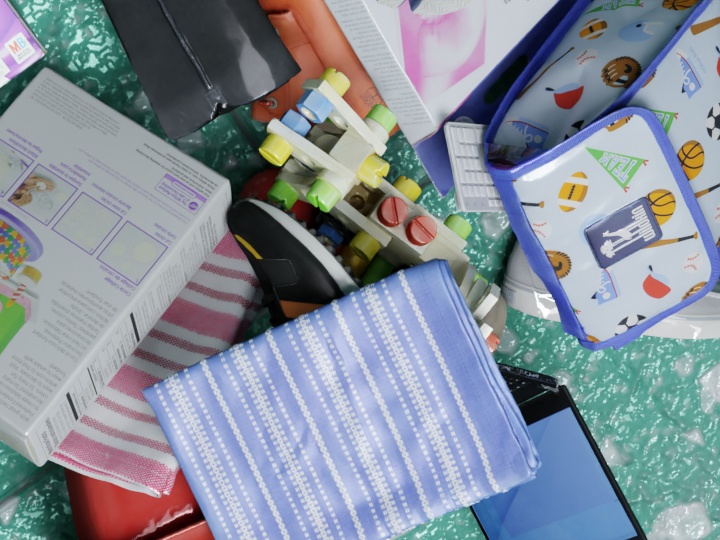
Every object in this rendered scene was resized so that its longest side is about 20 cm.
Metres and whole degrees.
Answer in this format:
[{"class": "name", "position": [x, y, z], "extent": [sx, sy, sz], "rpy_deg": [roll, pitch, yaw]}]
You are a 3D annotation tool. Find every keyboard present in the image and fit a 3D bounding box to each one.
[{"class": "keyboard", "position": [0.103, -0.066, 1.269], "extent": [0.011, 0.200, 0.057], "rpy_deg": [-6, 89, 27]}]

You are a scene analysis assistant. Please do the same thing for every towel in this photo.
[{"class": "towel", "position": [-0.010, 0.094, 1.128], "extent": [0.199, 0.024, 0.145], "rpy_deg": [-24, 96, 9]}, {"class": "towel", "position": [-0.145, 0.030, 1.197], "extent": [0.146, 0.030, 0.201], "rpy_deg": [20, 66, 11]}]

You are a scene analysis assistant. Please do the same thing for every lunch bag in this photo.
[{"class": "lunch bag", "position": [0.176, -0.070, 1.265], "extent": [0.200, 0.124, 0.170], "rpy_deg": [-48, 127, -26]}]

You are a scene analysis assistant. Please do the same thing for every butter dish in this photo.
[{"class": "butter dish", "position": [-0.120, 0.107, 1.256], "extent": [0.199, 0.200, 0.148], "rpy_deg": [-22, 90, -13]}]

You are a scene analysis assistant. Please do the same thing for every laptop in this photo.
[{"class": "laptop", "position": [0.064, 0.134, 1.298], "extent": [0.199, 0.177, 0.104], "rpy_deg": [14, 66, -23]}]

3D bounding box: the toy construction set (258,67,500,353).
[{"class": "toy construction set", "position": [0.021, -0.030, 1.203], "extent": [0.092, 0.131, 0.200], "rpy_deg": [-39, 90, -17]}]

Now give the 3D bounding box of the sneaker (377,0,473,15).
[{"class": "sneaker", "position": [-0.017, -0.233, 1.116], "extent": [0.199, 0.081, 0.116], "rpy_deg": [20, 62, -24]}]

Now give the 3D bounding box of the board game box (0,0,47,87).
[{"class": "board game box", "position": [-0.288, -0.185, 1.124], "extent": [0.103, 0.105, 0.200], "rpy_deg": [-37, 115, -4]}]

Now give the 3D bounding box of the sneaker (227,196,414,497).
[{"class": "sneaker", "position": [-0.028, 0.048, 1.166], "extent": [0.090, 0.070, 0.200], "rpy_deg": [-41, 86, -9]}]

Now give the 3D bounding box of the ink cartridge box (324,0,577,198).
[{"class": "ink cartridge box", "position": [0.073, -0.184, 1.239], "extent": [0.196, 0.043, 0.200], "rpy_deg": [-48, 118, -29]}]

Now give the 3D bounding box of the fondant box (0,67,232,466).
[{"class": "fondant box", "position": [-0.191, -0.005, 1.167], "extent": [0.144, 0.058, 0.200], "rpy_deg": [32, 68, 14]}]

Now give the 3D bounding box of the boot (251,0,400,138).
[{"class": "boot", "position": [-0.046, -0.150, 1.239], "extent": [0.107, 0.075, 0.200], "rpy_deg": [-39, 114, 6]}]

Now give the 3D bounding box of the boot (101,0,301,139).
[{"class": "boot", "position": [-0.091, -0.199, 1.158], "extent": [0.164, 0.066, 0.201], "rpy_deg": [-23, 94, 24]}]

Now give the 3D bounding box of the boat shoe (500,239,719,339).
[{"class": "boat shoe", "position": [0.197, 0.003, 1.378], "extent": [0.199, 0.072, 0.069], "rpy_deg": [8, 105, -12]}]

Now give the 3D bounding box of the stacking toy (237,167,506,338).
[{"class": "stacking toy", "position": [0.000, 0.000, 1.306], "extent": [0.200, 0.085, 0.086], "rpy_deg": [35, 94, -18]}]
